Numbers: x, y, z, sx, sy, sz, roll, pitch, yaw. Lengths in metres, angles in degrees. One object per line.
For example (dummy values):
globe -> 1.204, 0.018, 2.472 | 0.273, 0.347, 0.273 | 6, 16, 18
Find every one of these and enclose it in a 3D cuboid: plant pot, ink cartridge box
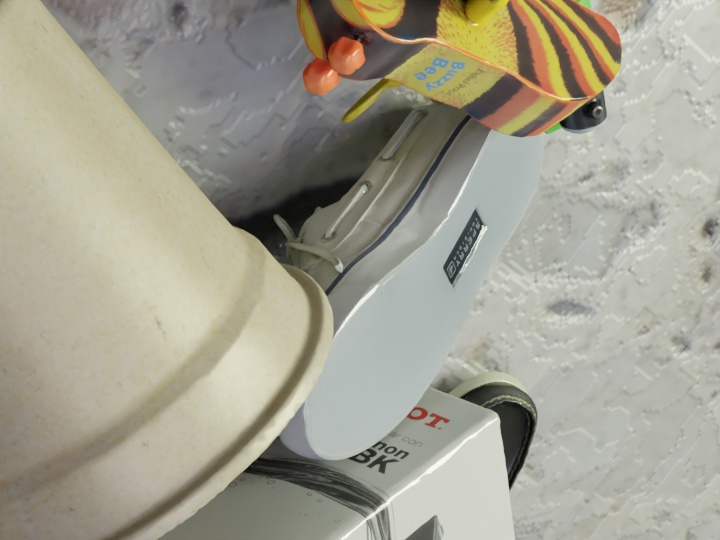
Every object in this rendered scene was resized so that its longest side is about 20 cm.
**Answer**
plant pot -> -0.140, -0.007, 0.841 | 0.200, 0.200, 0.184 | -36, 115, -10
ink cartridge box -> -0.050, 0.119, 0.933 | 0.200, 0.144, 0.084 | -33, 128, -38

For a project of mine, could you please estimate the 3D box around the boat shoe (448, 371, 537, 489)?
boat shoe -> 0.035, 0.145, 1.081 | 0.072, 0.068, 0.200 | 26, 97, -35

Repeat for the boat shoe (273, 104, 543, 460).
boat shoe -> -0.001, -0.004, 0.952 | 0.202, 0.086, 0.075 | -58, 139, -30

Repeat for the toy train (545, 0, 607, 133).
toy train -> 0.080, -0.147, 0.967 | 0.042, 0.056, 0.200 | -25, 123, -17

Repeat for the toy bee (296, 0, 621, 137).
toy bee -> 0.014, -0.101, 0.900 | 0.200, 0.109, 0.131 | 18, 144, -5
